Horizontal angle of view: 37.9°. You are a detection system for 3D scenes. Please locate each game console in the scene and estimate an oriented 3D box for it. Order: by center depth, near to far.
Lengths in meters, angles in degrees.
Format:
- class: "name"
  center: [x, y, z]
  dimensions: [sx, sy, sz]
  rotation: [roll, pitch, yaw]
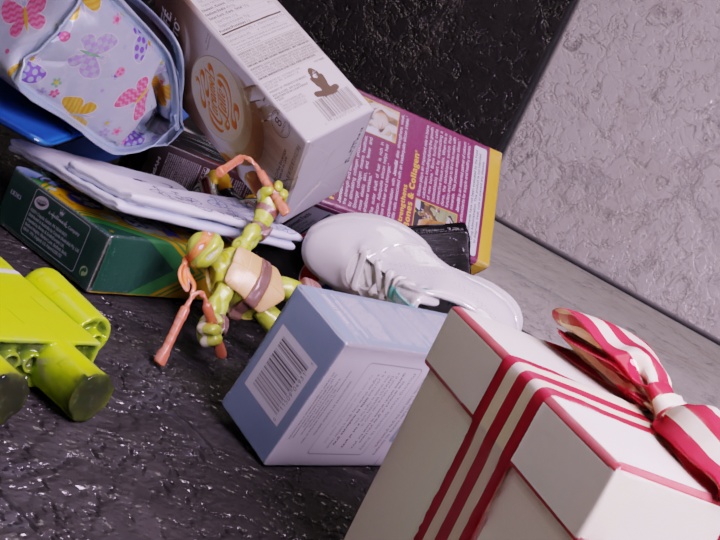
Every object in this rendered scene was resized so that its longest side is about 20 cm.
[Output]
- class: "game console"
  center: [-0.336, -0.123, 0.889]
  dimensions: [0.119, 0.169, 0.200]
  rotation: [60, 6, -10]

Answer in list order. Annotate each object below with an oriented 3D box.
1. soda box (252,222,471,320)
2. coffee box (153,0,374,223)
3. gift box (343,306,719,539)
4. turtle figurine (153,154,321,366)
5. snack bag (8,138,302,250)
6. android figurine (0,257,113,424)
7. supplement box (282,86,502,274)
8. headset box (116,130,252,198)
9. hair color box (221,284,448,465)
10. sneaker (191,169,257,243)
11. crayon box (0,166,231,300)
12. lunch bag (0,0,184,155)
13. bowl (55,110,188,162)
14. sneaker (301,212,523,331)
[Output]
- class: "soda box"
  center: [0.000, 0.000, 0.937]
  dimensions: [0.196, 0.072, 0.063]
  rotation: [-4, 9, 4]
- class: "coffee box"
  center: [-0.091, -0.158, 0.894]
  dimensions: [0.079, 0.115, 0.200]
  rotation: [-30, 71, -33]
- class: "gift box"
  center: [0.116, 0.132, 0.507]
  dimensions: [0.198, 0.189, 0.185]
  rotation: [19, 13, -29]
- class: "turtle figurine"
  center: [-0.081, 0.023, 0.805]
  dimensions: [0.161, 0.064, 0.202]
  rotation: [38, 47, -24]
- class: "snack bag"
  center: [-0.174, -0.068, 0.891]
  dimensions: [0.187, 0.022, 0.199]
  rotation: [12, 10, -46]
- class: "android figurine"
  center: [-0.234, 0.019, 0.605]
  dimensions: [0.199, 0.041, 0.181]
  rotation: [36, 14, 31]
- class: "supplement box"
  center: [0.028, -0.077, 1.034]
  dimensions: [0.198, 0.133, 0.103]
  rotation: [21, -24, -23]
- class: "headset box"
  center: [-0.171, -0.099, 1.213]
  dimensions: [0.198, 0.078, 0.149]
  rotation: [20, 12, -23]
- class: "hair color box"
  center: [0.011, 0.078, 0.724]
  dimensions: [0.199, 0.100, 0.061]
  rotation: [14, 27, -51]
- class: "sneaker"
  center: [-0.098, -0.036, 1.073]
  dimensions: [0.198, 0.083, 0.078]
  rotation: [30, 11, 15]
- class: "crayon box"
  center: [-0.189, -0.027, 0.893]
  dimensions: [0.125, 0.052, 0.199]
  rotation: [32, 11, 28]
- class: "lunch bag"
  center: [-0.244, -0.197, 0.877]
  dimensions: [0.169, 0.127, 0.200]
  rotation: [41, -2, 25]
- class: "bowl"
  center: [-0.247, -0.180, 1.159]
  dimensions: [0.040, 0.199, 0.201]
  rotation: [62, -6, -26]
- class: "sneaker"
  center: [0.036, 0.014, 0.851]
  dimensions: [0.198, 0.076, 0.088]
  rotation: [24, 19, 10]
